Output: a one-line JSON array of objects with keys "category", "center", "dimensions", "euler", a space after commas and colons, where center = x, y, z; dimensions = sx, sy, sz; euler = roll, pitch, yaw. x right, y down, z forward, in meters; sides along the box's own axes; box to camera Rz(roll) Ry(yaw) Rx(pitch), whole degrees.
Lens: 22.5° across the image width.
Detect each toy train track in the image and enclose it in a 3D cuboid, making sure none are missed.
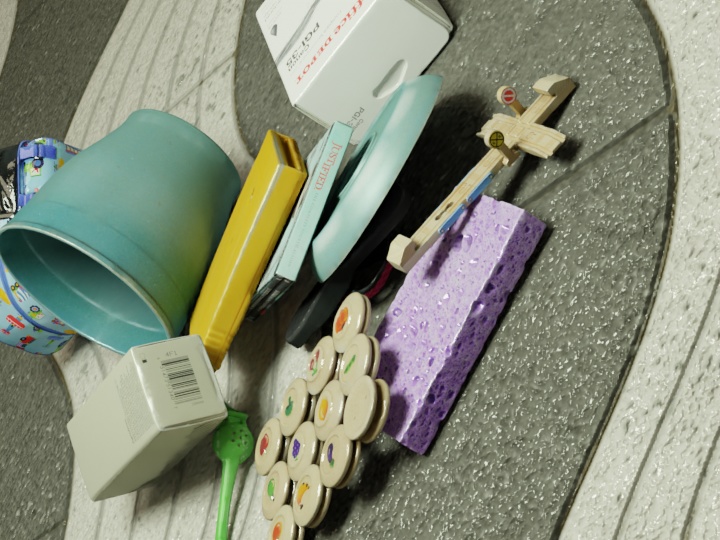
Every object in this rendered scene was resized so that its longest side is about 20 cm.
[{"category": "toy train track", "center": [0.088, -0.083, 1.406], "dimensions": [0.200, 0.033, 0.115], "euler": [-48, 27, -7]}]

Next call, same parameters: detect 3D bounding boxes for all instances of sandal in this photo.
[{"category": "sandal", "center": [0.000, 0.000, 1.517], "dimensions": [0.200, 0.045, 0.075], "euler": [-54, 10, 41]}]

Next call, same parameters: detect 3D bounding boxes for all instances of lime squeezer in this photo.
[{"category": "lime squeezer", "center": [-0.117, 0.148, 1.585], "dimensions": [0.200, 0.038, 0.071], "euler": [-106, 21, -51]}]

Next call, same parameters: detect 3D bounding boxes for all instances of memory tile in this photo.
[{"category": "memory tile", "center": [-0.035, 0.127, 1.435], "dimensions": [0.200, 0.017, 0.153], "euler": [-58, 27, 33]}]

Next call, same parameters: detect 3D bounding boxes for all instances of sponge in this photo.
[{"category": "sponge", "center": [0.061, 0.036, 1.396], "dimensions": [0.200, 0.030, 0.112], "euler": [-61, 28, -1]}]

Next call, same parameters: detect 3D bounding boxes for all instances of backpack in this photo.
[{"category": "backpack", "center": [-0.331, -0.020, 1.919], "dimensions": [0.134, 0.183, 0.200], "euler": [-16, 64, 30]}]

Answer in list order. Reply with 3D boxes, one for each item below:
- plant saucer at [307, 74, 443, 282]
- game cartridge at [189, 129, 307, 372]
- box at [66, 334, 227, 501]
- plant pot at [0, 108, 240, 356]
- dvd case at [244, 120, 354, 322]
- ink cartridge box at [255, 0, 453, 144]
[{"category": "plant saucer", "center": [0.006, -0.082, 1.515], "dimensions": [0.200, 0.027, 0.200], "euler": [-59, 6, 11]}, {"category": "game cartridge", "center": [-0.103, -0.018, 1.628], "dimensions": [0.176, 0.032, 0.200], "euler": [-110, 41, -75]}, {"category": "box", "center": [-0.190, 0.132, 1.592], "dimensions": [0.200, 0.068, 0.082], "euler": [-43, 64, 56]}, {"category": "plant pot", "center": [-0.217, -0.046, 1.759], "dimensions": [0.200, 0.200, 0.188], "euler": [-9, 41, 54]}, {"category": "dvd case", "center": [-0.059, -0.039, 1.588], "dimensions": [0.200, 0.022, 0.146], "euler": [144, 149, -73]}, {"category": "ink cartridge box", "center": [-0.009, -0.233, 1.688], "dimensions": [0.147, 0.083, 0.200], "euler": [-50, 31, 18]}]
